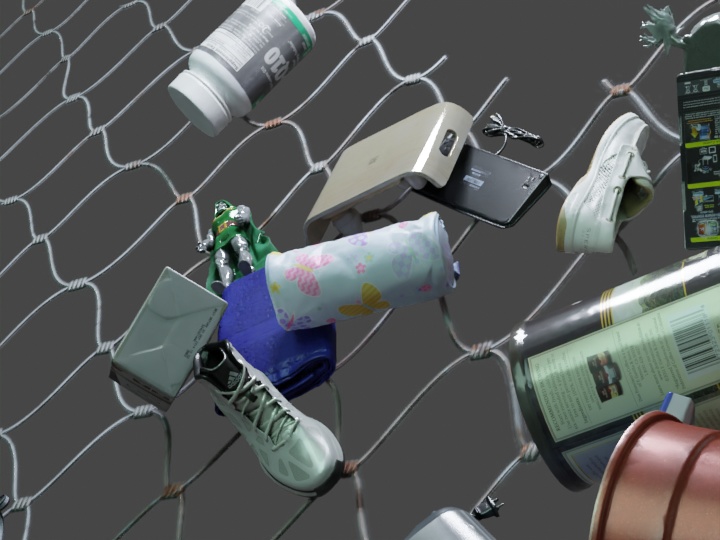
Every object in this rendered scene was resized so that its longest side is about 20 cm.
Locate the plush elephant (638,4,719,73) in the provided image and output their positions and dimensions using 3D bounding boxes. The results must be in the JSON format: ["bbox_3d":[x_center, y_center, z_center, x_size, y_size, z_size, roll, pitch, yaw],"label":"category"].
[{"bbox_3d":[0.378,-0.199,1.497,0.200,0.166,0.154,41,37,27],"label":"plush elephant"}]

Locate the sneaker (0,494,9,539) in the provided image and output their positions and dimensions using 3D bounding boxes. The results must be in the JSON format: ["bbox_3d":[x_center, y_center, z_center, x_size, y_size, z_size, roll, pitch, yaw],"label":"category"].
[{"bbox_3d":[-0.471,0.317,1.741,0.113,0.076,0.201,-1,45,48],"label":"sneaker"}]

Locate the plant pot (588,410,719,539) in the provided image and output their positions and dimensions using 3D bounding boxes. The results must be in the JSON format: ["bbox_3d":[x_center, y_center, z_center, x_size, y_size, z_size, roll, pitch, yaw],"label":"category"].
[{"bbox_3d":[0.280,0.203,1.042,0.193,0.202,0.202,2,49,35],"label":"plant pot"}]

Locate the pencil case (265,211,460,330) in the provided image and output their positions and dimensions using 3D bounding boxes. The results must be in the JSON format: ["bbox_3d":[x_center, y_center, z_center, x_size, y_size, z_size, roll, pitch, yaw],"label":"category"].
[{"bbox_3d":[0.000,0.000,1.619,0.197,0.083,0.092,-15,55,7],"label":"pencil case"}]

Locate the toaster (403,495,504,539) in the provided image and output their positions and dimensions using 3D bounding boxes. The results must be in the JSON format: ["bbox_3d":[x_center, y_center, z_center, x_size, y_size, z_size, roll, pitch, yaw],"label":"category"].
[{"bbox_3d":[0.072,0.279,1.214,0.200,0.114,0.129,-42,36,-10],"label":"toaster"}]

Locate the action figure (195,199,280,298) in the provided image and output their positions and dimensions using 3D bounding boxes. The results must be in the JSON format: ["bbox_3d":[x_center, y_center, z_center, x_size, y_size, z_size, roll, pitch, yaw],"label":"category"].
[{"bbox_3d":[-0.157,-0.032,1.899,0.118,0.055,0.201,-36,28,9],"label":"action figure"}]

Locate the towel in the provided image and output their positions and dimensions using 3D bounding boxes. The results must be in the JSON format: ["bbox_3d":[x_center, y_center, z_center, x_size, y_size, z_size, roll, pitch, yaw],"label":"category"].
[{"bbox_3d":[-0.088,0.068,1.706,0.146,0.050,0.201,-24,36,16],"label":"towel"}]

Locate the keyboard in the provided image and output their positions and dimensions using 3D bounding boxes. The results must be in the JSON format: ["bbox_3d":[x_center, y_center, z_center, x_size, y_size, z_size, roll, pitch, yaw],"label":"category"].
[{"bbox_3d":[0.144,-0.112,1.725,0.127,0.021,0.199,-50,34,-8],"label":"keyboard"}]

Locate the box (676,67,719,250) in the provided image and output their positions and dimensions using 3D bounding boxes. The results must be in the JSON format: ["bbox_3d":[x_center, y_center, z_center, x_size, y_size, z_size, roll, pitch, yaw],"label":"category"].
[{"bbox_3d":[0.374,-0.103,1.368,0.198,0.044,0.163,-5,87,42],"label":"box"}]

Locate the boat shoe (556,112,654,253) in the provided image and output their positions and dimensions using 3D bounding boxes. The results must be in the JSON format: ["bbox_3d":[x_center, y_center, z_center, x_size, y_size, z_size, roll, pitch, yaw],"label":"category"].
[{"bbox_3d":[0.255,-0.079,1.536,0.069,0.071,0.201,15,47,21],"label":"boat shoe"}]

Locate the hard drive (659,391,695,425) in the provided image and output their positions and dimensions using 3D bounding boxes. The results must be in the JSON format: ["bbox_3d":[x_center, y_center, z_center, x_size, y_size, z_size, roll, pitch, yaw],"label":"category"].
[{"bbox_3d":[0.202,0.208,1.156,0.025,0.133,0.201,16,56,22],"label":"hard drive"}]

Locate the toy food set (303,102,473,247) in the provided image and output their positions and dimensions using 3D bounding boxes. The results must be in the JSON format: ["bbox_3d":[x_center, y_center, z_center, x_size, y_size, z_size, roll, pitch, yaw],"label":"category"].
[{"bbox_3d":[0.032,-0.103,1.783,0.199,0.061,0.144,-23,26,35],"label":"toy food set"}]

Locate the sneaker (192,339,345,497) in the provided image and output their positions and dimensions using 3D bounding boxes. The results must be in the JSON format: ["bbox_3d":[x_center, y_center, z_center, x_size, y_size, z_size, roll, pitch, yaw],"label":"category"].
[{"bbox_3d":[-0.104,0.140,1.530,0.076,0.115,0.200,-48,49,-3],"label":"sneaker"}]

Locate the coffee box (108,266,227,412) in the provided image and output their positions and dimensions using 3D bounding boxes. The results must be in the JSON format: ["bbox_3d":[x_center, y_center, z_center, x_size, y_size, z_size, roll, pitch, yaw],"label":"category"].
[{"bbox_3d":[-0.208,0.078,1.677,0.114,0.079,0.200,-60,4,-13],"label":"coffee box"}]

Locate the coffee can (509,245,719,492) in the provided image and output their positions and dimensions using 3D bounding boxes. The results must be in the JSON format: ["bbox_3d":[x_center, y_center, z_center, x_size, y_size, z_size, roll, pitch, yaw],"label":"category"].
[{"bbox_3d":[0.240,0.078,1.266,0.198,0.147,0.147,-23,35,22],"label":"coffee can"}]

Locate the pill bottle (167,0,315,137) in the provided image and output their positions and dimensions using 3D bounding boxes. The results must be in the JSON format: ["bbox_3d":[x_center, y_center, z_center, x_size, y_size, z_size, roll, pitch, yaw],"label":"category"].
[{"bbox_3d":[-0.165,-0.287,2.169,0.200,0.113,0.113,-46,33,-13],"label":"pill bottle"}]
